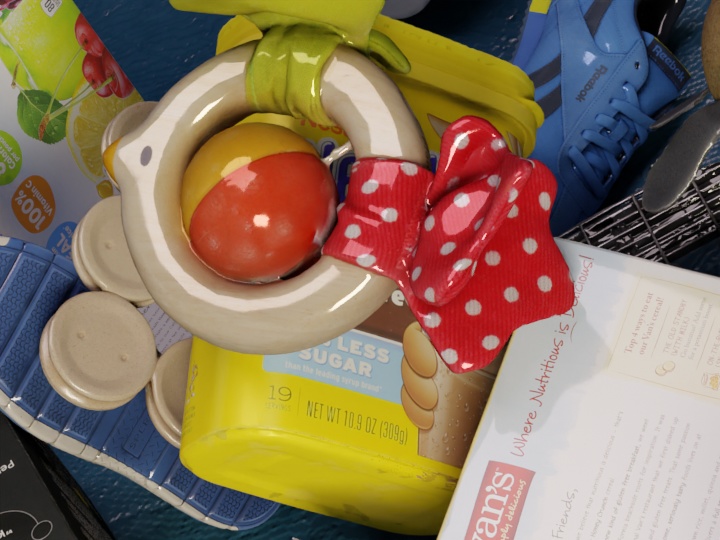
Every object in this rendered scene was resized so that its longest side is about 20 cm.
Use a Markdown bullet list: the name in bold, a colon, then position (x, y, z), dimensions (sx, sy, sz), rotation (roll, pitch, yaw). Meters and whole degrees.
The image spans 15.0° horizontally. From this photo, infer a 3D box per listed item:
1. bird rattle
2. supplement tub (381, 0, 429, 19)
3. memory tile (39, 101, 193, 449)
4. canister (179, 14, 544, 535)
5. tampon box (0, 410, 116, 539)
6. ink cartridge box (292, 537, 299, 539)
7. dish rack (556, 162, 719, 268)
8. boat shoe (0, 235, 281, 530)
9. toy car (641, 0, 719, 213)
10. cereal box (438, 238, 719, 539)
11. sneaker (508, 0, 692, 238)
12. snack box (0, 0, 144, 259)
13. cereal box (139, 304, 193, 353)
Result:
- **bird rattle**: position (-0.015, -0.034, 1.090), dimensions (0.163, 0.113, 0.201), rotation (-34, 75, 11)
- **supplement tub**: position (0.040, -0.249, 1.478), dimensions (0.144, 0.145, 0.200), rotation (12, 56, 42)
- **memory tile**: position (-0.037, 0.020, 1.212), dimensions (0.017, 0.199, 0.154), rotation (-40, 32, 55)
- **canister**: position (0.000, 0.000, 1.178), dimensions (0.086, 0.148, 0.201), rotation (-32, 47, 54)
- **tampon box**: position (-0.184, 0.150, 1.221), dimensions (0.150, 0.127, 0.200), rotation (-36, 39, -3)
- **ink cartridge box**: position (0.053, 0.169, 1.056), dimensions (0.199, 0.100, 0.039), rotation (14, 58, 45)
- **dish rack**: position (0.138, 0.038, 1.176), dimensions (0.153, 0.055, 0.200), rotation (-27, 36, 6)
- **boat shoe**: position (-0.124, 0.054, 1.232), dimensions (0.072, 0.200, 0.072), rotation (-56, 28, -15)
- **toy car**: position (0.210, -0.088, 1.174), dimensions (0.199, 0.158, 0.164), rotation (-30, 15, 20)
- **cereal box**: position (0.143, 0.078, 1.058), dimensions (0.199, 0.040, 0.145), rotation (15, 71, 22)
- **sneaker**: position (0.111, -0.075, 1.307), dimensions (0.078, 0.066, 0.201), rotation (-4, 46, 27)
- **snack box**: position (-0.189, -0.026, 1.381), dimensions (0.067, 0.169, 0.200), rotation (11, 56, 46)
- **cereal box**: position (-0.039, 0.011, 1.340), dimensions (0.199, 0.040, 0.144), rotation (14, 58, 44)
